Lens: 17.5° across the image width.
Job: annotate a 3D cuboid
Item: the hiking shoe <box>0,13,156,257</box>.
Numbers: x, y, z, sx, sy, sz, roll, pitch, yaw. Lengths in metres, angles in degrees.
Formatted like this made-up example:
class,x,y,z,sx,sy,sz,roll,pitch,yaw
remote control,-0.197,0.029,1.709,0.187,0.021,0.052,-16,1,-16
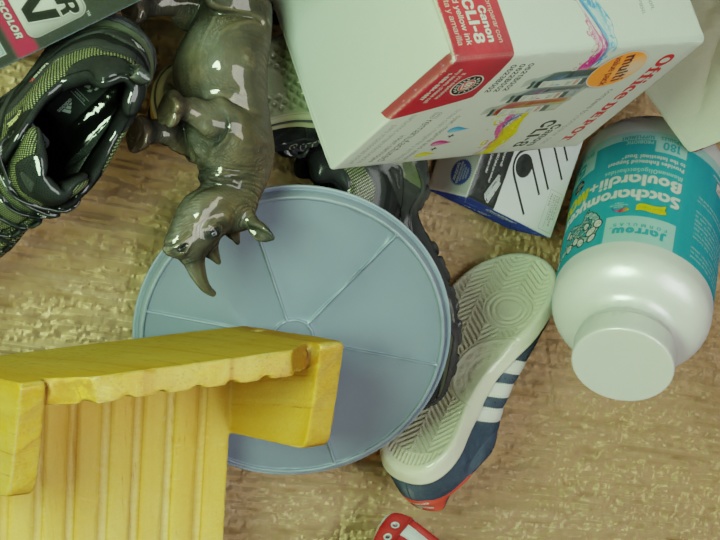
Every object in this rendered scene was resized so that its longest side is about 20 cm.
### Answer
class,x,y,z,sx,sy,sz,roll,pitch,yaw
hiking shoe,-0.192,-0.057,1.286,0.076,0.101,0.200,40,100,-17

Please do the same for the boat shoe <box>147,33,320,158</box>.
class,x,y,z,sx,sy,sz,roll,pitch,yaw
boat shoe,-0.042,-0.109,1.447,0.199,0.062,0.075,-11,82,-25

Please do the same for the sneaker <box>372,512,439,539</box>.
class,x,y,z,sx,sy,sz,roll,pitch,yaw
sneaker,-0.020,0.216,1.561,0.199,0.113,0.071,10,131,-13

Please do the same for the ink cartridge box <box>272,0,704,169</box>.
class,x,y,z,sx,sy,sz,roll,pitch,yaw
ink cartridge box,0.073,-0.160,1.402,0.199,0.145,0.145,-8,71,-36

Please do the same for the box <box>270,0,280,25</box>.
class,x,y,z,sx,sy,sz,roll,pitch,yaw
box,-0.044,-0.232,1.450,0.199,0.043,0.161,1,99,-42

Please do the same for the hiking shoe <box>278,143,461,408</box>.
class,x,y,z,sx,sy,sz,roll,pitch,yaw
hiking shoe,0.000,0.000,1.522,0.100,0.076,0.201,-17,103,-19

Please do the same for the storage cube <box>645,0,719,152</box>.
class,x,y,z,sx,sy,sz,roll,pitch,yaw
storage cube,0.268,-0.219,1.594,0.200,0.171,0.180,51,45,-22

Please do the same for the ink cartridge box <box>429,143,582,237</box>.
class,x,y,z,sx,sy,sz,roll,pitch,yaw
ink cartridge box,0.121,-0.133,1.619,0.094,0.044,0.201,23,84,-43

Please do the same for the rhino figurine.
class,x,y,z,sx,sy,sz,roll,pitch,yaw
rhino figurine,-0.086,-0.085,1.354,0.087,0.060,0.201,1,85,-39

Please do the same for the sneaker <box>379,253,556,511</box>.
class,x,y,z,sx,sy,sz,roll,pitch,yaw
sneaker,0.077,0.079,1.621,0.200,0.075,0.085,-54,151,-26

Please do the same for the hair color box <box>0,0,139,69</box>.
class,x,y,z,sx,sy,sz,roll,pitch,yaw
hair color box,-0.142,-0.196,1.275,0.199,0.061,0.099,-25,110,8

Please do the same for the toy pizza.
class,x,y,z,sx,sy,sz,roll,pitch,yaw
toy pizza,-0.043,0.036,1.467,0.199,0.032,0.201,-2,114,-4

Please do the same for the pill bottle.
class,x,y,z,sx,sy,sz,roll,pitch,yaw
pill bottle,0.193,-0.006,1.616,0.111,0.110,0.200,57,32,-34

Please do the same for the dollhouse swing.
class,x,y,z,sx,sy,sz,roll,pitch,yaw
dollhouse swing,-0.130,0.132,1.364,0.199,0.182,0.177,-6,96,-30
